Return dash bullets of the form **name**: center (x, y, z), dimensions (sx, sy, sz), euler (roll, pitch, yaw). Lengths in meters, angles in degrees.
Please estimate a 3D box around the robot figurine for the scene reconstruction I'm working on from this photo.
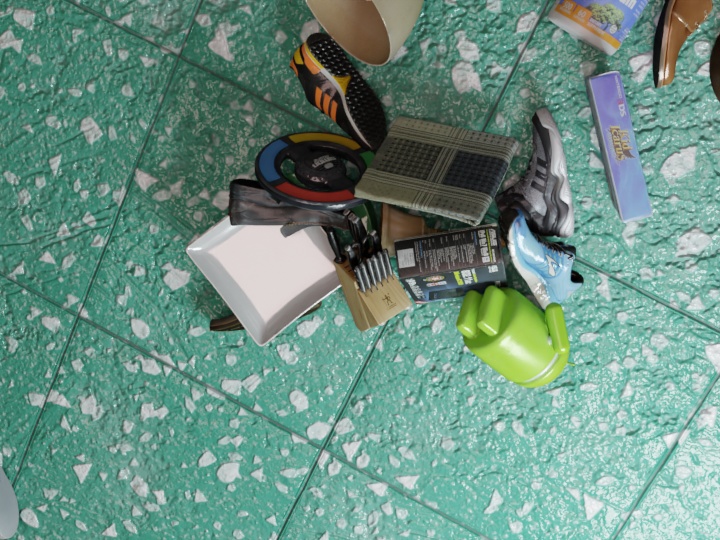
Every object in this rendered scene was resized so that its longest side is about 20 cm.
- **robot figurine**: center (0.237, 0.104, 1.371), dimensions (0.200, 0.116, 0.175), euler (36, 148, -26)

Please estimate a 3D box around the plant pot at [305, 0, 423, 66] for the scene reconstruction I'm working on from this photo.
- **plant pot**: center (0.019, -0.420, 1.300), dimensions (0.134, 0.200, 0.200), euler (-43, 91, -13)

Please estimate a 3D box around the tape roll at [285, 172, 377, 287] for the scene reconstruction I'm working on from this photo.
- **tape roll**: center (-0.074, -0.065, 1.456), dimensions (0.200, 0.048, 0.201), euler (3, 103, 11)

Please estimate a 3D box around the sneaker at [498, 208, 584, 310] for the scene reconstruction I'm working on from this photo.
- **sneaker**: center (0.275, -0.029, 1.347), dimensions (0.090, 0.078, 0.200), euler (-28, 130, 16)

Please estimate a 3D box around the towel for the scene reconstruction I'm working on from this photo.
- **towel**: center (0.112, -0.149, 1.323), dimensions (0.200, 0.193, 0.035), euler (15, 141, 18)

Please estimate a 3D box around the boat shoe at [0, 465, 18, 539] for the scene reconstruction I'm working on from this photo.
- **boat shoe**: center (-0.711, 0.414, 1.688), dimensions (0.066, 0.072, 0.200), euler (-18, 97, 20)

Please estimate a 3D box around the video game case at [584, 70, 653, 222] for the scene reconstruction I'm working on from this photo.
- **video game case**: center (0.362, -0.181, 1.266), dimensions (0.045, 0.181, 0.200), euler (-14, 99, 13)

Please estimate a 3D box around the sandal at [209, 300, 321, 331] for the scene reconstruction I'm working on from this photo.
- **sandal**: center (-0.163, 0.062, 1.500), dimensions (0.200, 0.082, 0.055), euler (-14, 77, 22)

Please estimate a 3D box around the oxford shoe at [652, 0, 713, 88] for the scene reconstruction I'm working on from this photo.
- **oxford shoe**: center (0.459, -0.356, 1.267), dimensions (0.071, 0.071, 0.201), euler (11, 103, 5)

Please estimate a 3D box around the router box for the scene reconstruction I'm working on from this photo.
- **router box**: center (0.140, -0.006, 1.335), dimensions (0.149, 0.200, 0.062), euler (-10, 76, 9)

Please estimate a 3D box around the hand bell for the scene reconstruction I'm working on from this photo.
- **hand bell**: center (0.130, -0.055, 1.406), dimensions (0.199, 0.104, 0.104), euler (4, 103, -1)

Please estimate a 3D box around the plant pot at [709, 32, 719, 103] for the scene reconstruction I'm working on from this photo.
- **plant pot**: center (0.580, -0.276, 1.189), dimensions (0.186, 0.200, 0.187), euler (2, 103, 11)

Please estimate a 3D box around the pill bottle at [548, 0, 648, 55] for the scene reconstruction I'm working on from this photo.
- **pill bottle**: center (0.361, -0.415, 1.251), dimensions (0.112, 0.112, 0.200), euler (32, 107, 4)

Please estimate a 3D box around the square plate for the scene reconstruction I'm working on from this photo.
- **square plate**: center (-0.142, -0.016, 1.423), dimensions (0.198, 0.028, 0.200), euler (-37, 92, 3)

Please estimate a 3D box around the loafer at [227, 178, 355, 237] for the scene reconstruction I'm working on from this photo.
- **loafer**: center (-0.107, -0.086, 1.376), dimensions (0.199, 0.073, 0.072), euler (14, 106, 6)

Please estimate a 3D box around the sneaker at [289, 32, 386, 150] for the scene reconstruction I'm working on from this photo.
- **sneaker**: center (-0.037, -0.268, 1.398), dimensions (0.090, 0.070, 0.200), euler (-28, 96, 51)

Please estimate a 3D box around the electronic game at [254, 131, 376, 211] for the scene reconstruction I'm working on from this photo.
- **electronic game**: center (-0.061, -0.154, 1.361), dimensions (0.200, 0.200, 0.042), euler (15, 130, 9)

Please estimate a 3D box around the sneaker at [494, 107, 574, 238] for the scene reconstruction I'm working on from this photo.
- **sneaker**: center (0.255, -0.139, 1.352), dimensions (0.114, 0.075, 0.201), euler (-10, 103, 11)

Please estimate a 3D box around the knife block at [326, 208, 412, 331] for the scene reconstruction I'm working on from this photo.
- **knife block**: center (0.000, 0.000, 1.380), dimensions (0.064, 0.200, 0.176), euler (-30, 89, -14)
